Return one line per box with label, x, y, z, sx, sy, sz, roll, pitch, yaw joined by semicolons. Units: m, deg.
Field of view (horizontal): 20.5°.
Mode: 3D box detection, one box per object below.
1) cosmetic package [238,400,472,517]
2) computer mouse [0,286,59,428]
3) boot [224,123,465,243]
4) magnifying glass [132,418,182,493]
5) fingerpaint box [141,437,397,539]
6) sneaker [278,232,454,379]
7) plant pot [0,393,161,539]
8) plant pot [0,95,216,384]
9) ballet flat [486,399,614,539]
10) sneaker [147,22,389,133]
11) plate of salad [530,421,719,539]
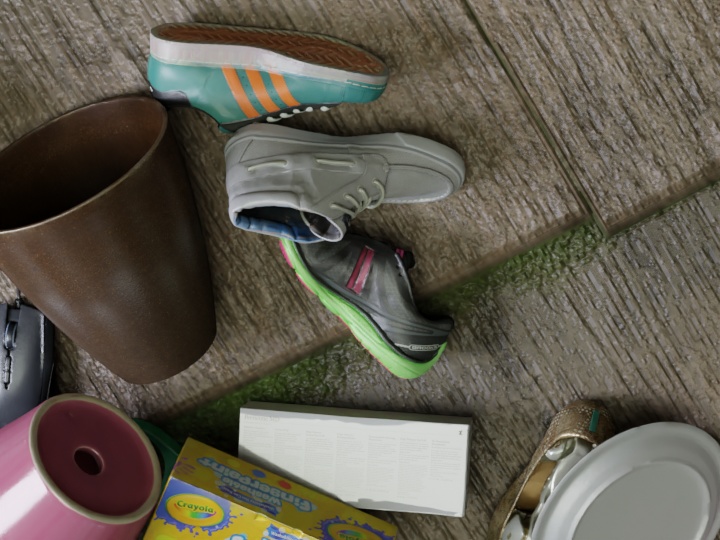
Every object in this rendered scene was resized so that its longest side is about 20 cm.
cosmetic package;-0.005;0.162;1.727;0.200;0.051;0.083;4;97;7
computer mouse;-0.333;0.067;1.751;0.140;0.046;0.200;10;111;3
boot;-0.012;-0.059;1.608;0.200;0.096;0.074;4;141;-8
magnifying glass;-0.152;0.188;1.782;0.200;0.022;0.080;16;111;2
fingerpaint box;-0.092;0.261;1.706;0.200;0.073;0.167;23;115;-2
sneaker;0.000;0.000;1.672;0.084;0.077;0.200;-44;102;2
plant pot;-0.268;0.205;1.690;0.200;0.200;0.179;41;125;-7
plant pot;-0.201;-0.011;1.648;0.187;0.187;0.200;-19;120;14
ballet flat;0.158;0.203;1.716;0.070;0.065;0.200;21;112;0
sneaker;-0.076;-0.151;1.626;0.200;0.071;0.080;9;117;10
plate of salad;0.225;0.210;1.690;0.200;0.048;0.200;-14;124;-22
